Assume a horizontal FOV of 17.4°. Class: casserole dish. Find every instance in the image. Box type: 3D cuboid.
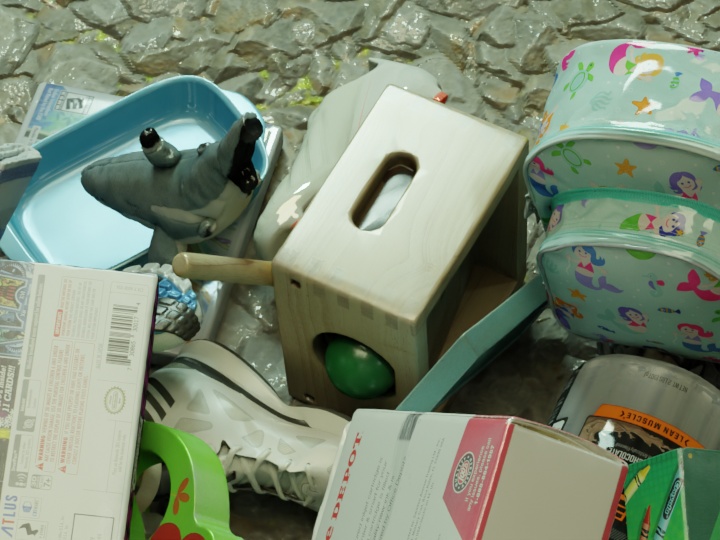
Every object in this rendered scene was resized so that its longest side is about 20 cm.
[{"bbox_3d":[-0.154,-0.054,1.589,0.200,0.039,0.121,-29,59,-17],"label":"casserole dish"}]

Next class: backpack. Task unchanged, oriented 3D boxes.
[{"bbox_3d":[0.186,-0.042,1.402,0.177,0.200,0.151,10,57,22],"label":"backpack"}]

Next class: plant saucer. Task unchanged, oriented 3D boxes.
[{"bbox_3d":[0.081,0.042,1.458,0.019,0.070,0.200,43,25,6],"label":"plant saucer"}]

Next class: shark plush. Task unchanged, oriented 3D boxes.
[{"bbox_3d":[-0.114,-0.054,1.467,0.083,0.200,0.091,41,75,-13],"label":"shark plush"}]

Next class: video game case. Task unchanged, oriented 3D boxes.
[{"bbox_3d":[-0.166,-0.033,1.611,0.182,0.022,0.200,11,57,10],"label":"video game case"},{"bbox_3d":[-0.211,0.090,1.299,0.181,0.036,0.201,5,71,-1],"label":"video game case"}]

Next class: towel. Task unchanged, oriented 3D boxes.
[{"bbox_3d":[-0.258,0.011,1.444,0.024,0.147,0.200,28,97,1],"label":"towel"}]

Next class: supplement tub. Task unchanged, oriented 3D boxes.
[{"bbox_3d":[0.146,0.160,1.401,0.122,0.123,0.200,19,59,15],"label":"supplement tub"}]

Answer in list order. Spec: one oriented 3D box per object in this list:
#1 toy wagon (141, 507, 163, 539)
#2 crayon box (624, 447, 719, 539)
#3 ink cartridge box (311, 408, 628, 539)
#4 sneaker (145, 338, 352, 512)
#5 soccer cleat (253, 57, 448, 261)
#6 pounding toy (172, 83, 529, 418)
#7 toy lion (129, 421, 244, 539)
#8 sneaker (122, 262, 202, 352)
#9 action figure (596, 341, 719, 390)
[{"bbox_3d":[-0.151,0.202,1.439,0.155,0.040,0.200,-3,55,0],"label":"toy wagon"},{"bbox_3d":[0.247,0.172,1.352,0.199,0.058,0.119,8,71,-31],"label":"crayon box"},{"bbox_3d":[0.049,0.158,1.316,0.083,0.200,0.147,21,80,-22],"label":"ink cartridge box"},{"bbox_3d":[-0.069,0.128,1.447,0.200,0.076,0.115,29,44,26],"label":"sneaker"},{"bbox_3d":[-0.018,-0.073,1.608,0.077,0.069,0.200,27,54,25],"label":"soccer cleat"},{"bbox_3d":[0.000,0.000,1.481,0.142,0.184,0.200,23,60,18],"label":"pounding toy"},{"bbox_3d":[-0.119,0.183,1.311,0.191,0.069,0.201,-6,68,47],"label":"toy lion"},{"bbox_3d":[-0.163,0.049,1.483,0.200,0.087,0.075,-3,25,47],"label":"sneaker"},{"bbox_3d":[0.196,0.009,1.536,0.130,0.069,0.200,-24,61,-21],"label":"action figure"}]
